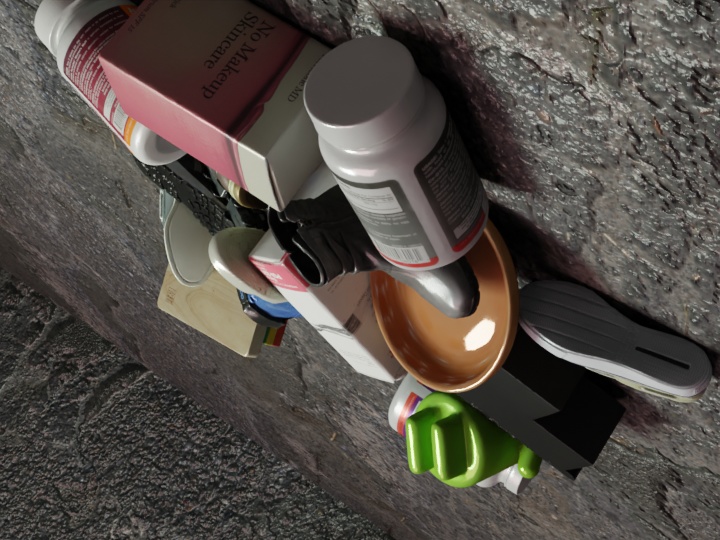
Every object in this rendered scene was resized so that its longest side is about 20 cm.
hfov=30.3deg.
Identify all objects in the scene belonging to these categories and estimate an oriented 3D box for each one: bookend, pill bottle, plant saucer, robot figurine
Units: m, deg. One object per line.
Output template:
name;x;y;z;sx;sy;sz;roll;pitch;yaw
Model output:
bookend;0.205;0.123;1.417;0.198;0.092;0.200;37;163;-2
pill bottle;0.142;0.207;1.746;0.199;0.113;0.113;32;163;20
plant saucer;0.086;0.018;1.310;0.199;0.037;0.202;15;109;48
robot figurine;0.143;0.183;1.571;0.175;0.199;0.117;3;105;46
pill bottle;-0.246;-0.212;1.386;0.200;0.109;0.110;46;168;20
pill bottle;0.032;-0.099;1.139;0.113;0.114;0.200;26;160;35

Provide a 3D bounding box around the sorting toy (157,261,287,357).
sorting toy;-0.144;-0.017;1.636;0.069;0.201;0.199;11;-172;-43

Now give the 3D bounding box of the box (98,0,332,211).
box;-0.121;-0.171;1.238;0.199;0.128;0.109;31;163;17

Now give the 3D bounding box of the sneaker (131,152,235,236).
sneaker;-0.170;-0.108;1.563;0.200;0.088;0.076;42;156;10

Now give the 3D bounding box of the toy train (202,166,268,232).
toy train;-0.152;-0.111;1.509;0.034;0.045;0.201;-58;49;38

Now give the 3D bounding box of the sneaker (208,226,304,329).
sneaker;-0.114;0.012;1.466;0.111;0.078;0.199;-16;158;39

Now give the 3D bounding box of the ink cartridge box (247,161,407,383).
ink cartridge box;0.000;0.000;1.418;0.200;0.146;0.085;47;160;-27

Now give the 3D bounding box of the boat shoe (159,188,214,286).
boat shoe;-0.211;-0.077;1.631;0.072;0.202;0.062;-3;171;-17

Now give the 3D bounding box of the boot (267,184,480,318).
boot;0.008;-0.007;1.257;0.200;0.131;0.070;42;135;31

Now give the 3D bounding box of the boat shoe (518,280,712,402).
boat shoe;0.235;0.074;1.259;0.199;0.072;0.062;27;159;25

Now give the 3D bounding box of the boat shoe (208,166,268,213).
boat shoe;-0.099;-0.100;1.440;0.065;0.073;0.200;39;-175;19
